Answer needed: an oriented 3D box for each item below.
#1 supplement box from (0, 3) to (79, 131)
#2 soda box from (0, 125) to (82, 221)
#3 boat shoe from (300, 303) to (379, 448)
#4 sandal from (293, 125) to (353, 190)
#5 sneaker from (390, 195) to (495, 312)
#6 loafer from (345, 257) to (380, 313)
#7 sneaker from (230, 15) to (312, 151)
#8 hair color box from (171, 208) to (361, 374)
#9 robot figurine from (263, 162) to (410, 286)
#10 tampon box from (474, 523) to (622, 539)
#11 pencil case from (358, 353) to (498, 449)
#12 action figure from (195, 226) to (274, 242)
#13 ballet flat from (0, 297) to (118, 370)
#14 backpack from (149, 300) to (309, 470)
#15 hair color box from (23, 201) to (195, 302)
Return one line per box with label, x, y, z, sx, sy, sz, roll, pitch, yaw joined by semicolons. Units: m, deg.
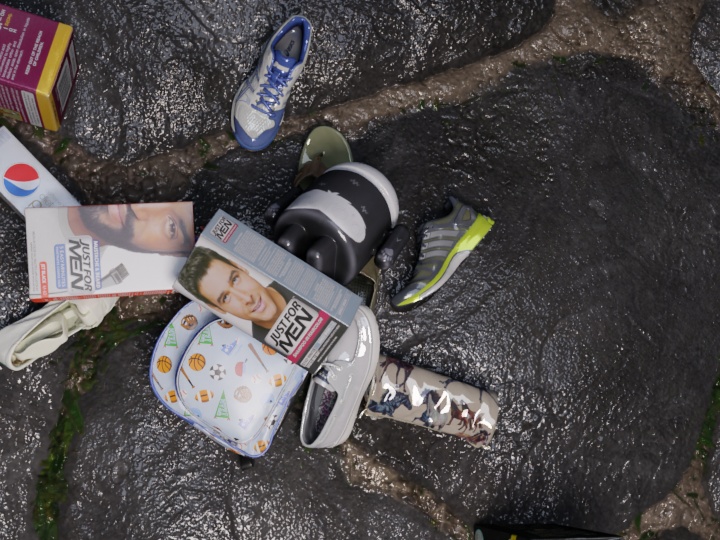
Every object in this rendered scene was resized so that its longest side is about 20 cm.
supplement box;-0.474;-0.271;1.192;0.199;0.131;0.104;16;76;-11
soda box;-0.410;-0.087;1.206;0.064;0.068;0.200;-44;92;-16
boat shoe;-0.035;0.140;1.220;0.072;0.068;0.201;31;109;31
sandal;-0.061;-0.104;1.289;0.079;0.057;0.202;13;79;7
sneaker;0.101;-0.022;1.321;0.081;0.074;0.200;41;67;3
loafer;0.000;0.000;1.286;0.075;0.070;0.201;1;80;-13
sneaker;-0.124;-0.265;1.294;0.075;0.088;0.201;21;78;-11
hair color box;-0.110;0.027;1.103;0.200;0.099;0.061;32;38;-5
robot figurine;-0.032;-0.054;1.188;0.150;0.125;0.200;49;44;-10
tampon box;0.236;0.410;1.204;0.126;0.200;0.151;3;79;-12
pencil case;0.095;0.182;1.274;0.199;0.078;0.090;18;91;-9
action figure;-0.202;-0.034;1.249;0.199;0.065;0.052;5;96;-12
ballet flat;-0.371;0.062;1.187;0.200;0.069;0.070;-35;90;-13
backpack;-0.171;0.128;1.191;0.190;0.154;0.201;28;78;4
hair color box;-0.306;-0.024;1.153;0.199;0.064;0.112;-4;86;-16
